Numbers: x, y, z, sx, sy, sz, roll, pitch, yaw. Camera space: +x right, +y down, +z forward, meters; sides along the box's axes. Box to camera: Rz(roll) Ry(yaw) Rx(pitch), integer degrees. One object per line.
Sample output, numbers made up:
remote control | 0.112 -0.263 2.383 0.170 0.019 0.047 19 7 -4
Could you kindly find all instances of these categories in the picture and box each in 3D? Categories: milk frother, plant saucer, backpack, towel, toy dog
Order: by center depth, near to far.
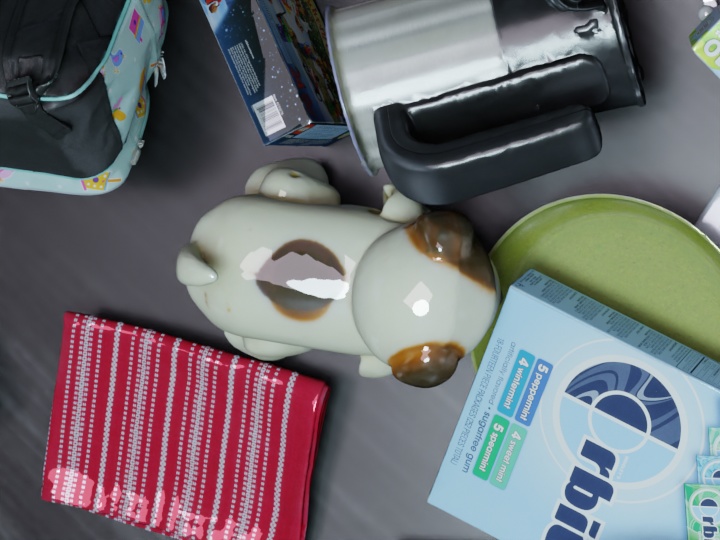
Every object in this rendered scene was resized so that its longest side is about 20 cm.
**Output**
milk frother | 0.069 -0.162 1.667 0.187 0.181 0.201 -15 115 8
toy dog | 0.000 0.000 1.701 0.199 0.194 0.140 12 86 34
plant saucer | 0.168 0.044 1.723 0.199 0.031 0.201 7 108 23
backpack | -0.216 -0.153 1.776 0.175 0.154 0.201 4 56 17
towel | -0.122 0.119 1.820 0.199 0.022 0.145 15 107 14

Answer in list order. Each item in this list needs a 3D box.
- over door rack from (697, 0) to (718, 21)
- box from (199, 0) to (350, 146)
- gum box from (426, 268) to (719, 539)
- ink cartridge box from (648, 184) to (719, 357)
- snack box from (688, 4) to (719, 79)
over door rack | 0.259 -0.272 1.696 0.147 0.067 0.201 -16 88 14
box | -0.067 -0.179 1.750 0.038 0.137 0.201 -25 86 16
gum box | 0.162 0.118 1.706 0.200 0.045 0.170 27 116 15
ink cartridge box | 0.259 0.057 1.717 0.162 0.057 0.200 33 96 12
snack box | 0.324 -0.122 1.663 0.200 0.053 0.142 44 104 -8
